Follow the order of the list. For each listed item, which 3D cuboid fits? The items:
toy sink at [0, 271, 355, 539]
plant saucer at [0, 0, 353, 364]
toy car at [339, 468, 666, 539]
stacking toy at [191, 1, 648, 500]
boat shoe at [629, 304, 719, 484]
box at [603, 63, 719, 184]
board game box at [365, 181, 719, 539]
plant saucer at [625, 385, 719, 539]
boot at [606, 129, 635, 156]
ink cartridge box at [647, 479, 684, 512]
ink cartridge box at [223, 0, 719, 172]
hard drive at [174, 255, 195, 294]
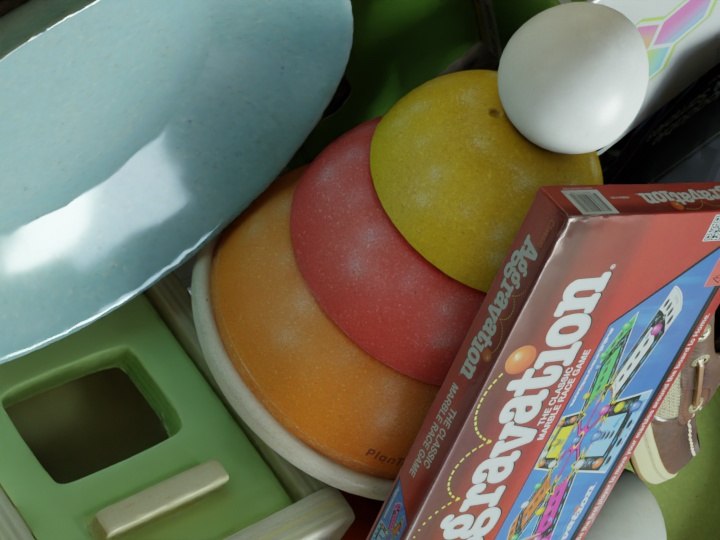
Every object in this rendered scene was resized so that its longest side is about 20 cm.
[{"bbox_3d":[-0.090,0.106,0.711,0.130,0.200,0.112,-22,157,-37],"label":"toy sink"},{"bbox_3d":[-0.093,-0.042,0.609,0.201,0.039,0.201,-33,161,-12],"label":"plant saucer"},{"bbox_3d":[0.031,0.092,0.824,0.200,0.175,0.150,-32,142,-34],"label":"toy car"},{"bbox_3d":[0.041,-0.021,0.674,0.146,0.146,0.200,-19,159,-43],"label":"stacking toy"},{"bbox_3d":[0.133,0.027,0.781,0.072,0.072,0.200,-16,145,6],"label":"boat shoe"},{"bbox_3d":[0.173,-0.089,0.830,0.200,0.036,0.143,-56,-172,-34],"label":"box"},{"bbox_3d":[0.065,0.054,0.681,0.103,0.019,0.200,-3,130,-38],"label":"board game box"},{"bbox_3d":[0.106,0.103,0.942,0.200,0.200,0.031,-43,180,16],"label":"plant saucer"},{"bbox_3d":[0.161,-0.060,1.026,0.200,0.068,0.130,-45,149,20],"label":"boot"},{"bbox_3d":[0.099,0.078,1.037,0.095,0.200,0.037,-43,135,16],"label":"ink cartridge box"},{"bbox_3d":[0.061,-0.090,0.717,0.200,0.076,0.148,-38,162,-3],"label":"ink cartridge box"},{"bbox_3d":[0.000,0.000,0.846,0.199,0.027,0.132,-22,156,-17],"label":"hard drive"}]
